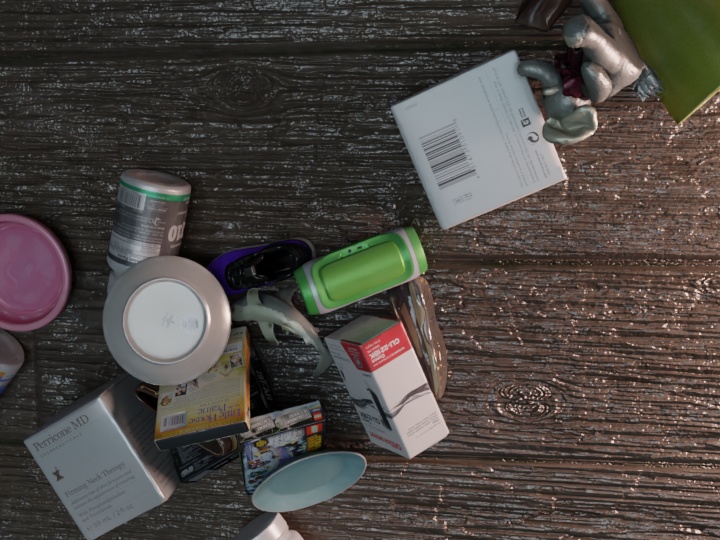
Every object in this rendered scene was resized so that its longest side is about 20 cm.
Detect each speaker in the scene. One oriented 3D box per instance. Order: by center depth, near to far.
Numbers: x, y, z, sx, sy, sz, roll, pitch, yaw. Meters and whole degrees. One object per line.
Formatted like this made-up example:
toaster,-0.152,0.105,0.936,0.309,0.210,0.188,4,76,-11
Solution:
speaker,0.000,0.000,1.433,0.198,0.088,0.089,-21,100,-4

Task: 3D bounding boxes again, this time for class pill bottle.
pill bottle,-0.344,-0.053,1.475,0.112,0.113,0.202,15,105,4
pill bottle,-0.127,0.522,1.578,0.113,0.113,0.201,-30,98,13
pill bottle,-0.679,0.197,1.582,0.112,0.112,0.200,39,104,-2

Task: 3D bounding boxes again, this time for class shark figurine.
shark figurine,-0.111,0.072,1.494,0.213,0.090,0.129,28,139,9

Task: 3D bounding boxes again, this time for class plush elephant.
plush elephant,0.290,-0.268,1.237,0.154,0.166,0.200,-30,126,35

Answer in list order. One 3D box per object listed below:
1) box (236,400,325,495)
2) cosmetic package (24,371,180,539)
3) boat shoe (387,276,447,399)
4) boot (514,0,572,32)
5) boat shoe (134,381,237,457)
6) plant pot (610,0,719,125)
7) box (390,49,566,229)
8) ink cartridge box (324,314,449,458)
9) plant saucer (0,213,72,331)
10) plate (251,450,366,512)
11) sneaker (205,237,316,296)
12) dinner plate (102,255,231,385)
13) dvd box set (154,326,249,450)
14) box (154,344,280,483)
box,-0.127,0.289,1.479,0.136,0.040,0.201,-14,145,-13
cosmetic package,-0.414,0.303,1.541,0.166,0.166,0.201,-29,97,14
boat shoe,0.090,0.111,1.481,0.073,0.074,0.202,-11,93,20
boot,0.308,-0.402,1.273,0.064,0.187,0.200,38,103,-22
boat shoe,-0.283,0.238,1.474,0.199,0.070,0.071,32,127,30
plant pot,0.447,-0.341,1.274,0.187,0.187,0.200,-43,83,15
box,0.175,-0.195,1.359,0.199,0.131,0.200,-23,99,12
ink cartridge box,0.040,0.181,1.446,0.083,0.144,0.201,-29,103,-21
plant saucer,-0.578,0.000,1.553,0.198,0.051,0.203,2,104,7
plate,-0.086,0.342,1.516,0.199,0.200,0.026,-33,56,14
sneaker,-0.174,-0.004,1.468,0.198,0.100,0.070,-18,98,11
dinner plate,-0.300,0.078,1.420,0.198,0.024,0.202,0,90,-5
dvd box set,-0.244,0.181,1.439,0.145,0.201,0.030,-13,132,4
box,-0.239,0.237,1.529,0.199,0.043,0.161,-32,69,14
